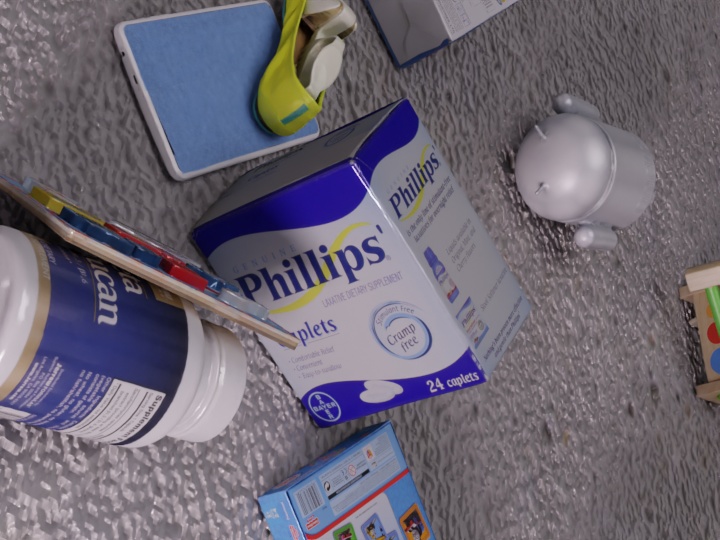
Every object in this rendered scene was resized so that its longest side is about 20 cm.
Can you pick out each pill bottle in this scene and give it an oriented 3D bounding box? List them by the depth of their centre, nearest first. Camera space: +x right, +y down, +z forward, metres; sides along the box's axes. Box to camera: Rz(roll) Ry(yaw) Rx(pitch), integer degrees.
[{"bbox_3d":[-0.171,0.051,0.884,0.199,0.110,0.113,23,57,-45],"label":"pill bottle"}]

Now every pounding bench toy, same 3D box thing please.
[{"bbox_3d":[0.461,0.084,1.653,0.199,0.123,0.158,17,61,-46],"label":"pounding bench toy"}]

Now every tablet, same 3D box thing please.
[{"bbox_3d":[-0.114,-0.153,1.129,0.199,0.014,0.132,-25,94,-54],"label":"tablet"}]

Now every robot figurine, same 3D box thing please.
[{"bbox_3d":[0.241,-0.105,1.471,0.199,0.112,0.172,7,68,-50],"label":"robot figurine"}]

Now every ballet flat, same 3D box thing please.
[{"bbox_3d":[-0.037,-0.197,1.180,0.067,0.067,0.202,43,44,-30],"label":"ballet flat"}]

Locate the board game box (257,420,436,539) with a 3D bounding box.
[{"bbox_3d":[0.010,0.241,1.087,0.151,0.036,0.202,-25,93,-53],"label":"board game box"}]

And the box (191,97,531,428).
[{"bbox_3d":[0.000,0.000,1.063,0.201,0.183,0.105,57,41,-15],"label":"box"}]

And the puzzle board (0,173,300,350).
[{"bbox_3d":[-0.147,-0.012,0.928,0.199,0.150,0.018,30,91,-41],"label":"puzzle board"}]

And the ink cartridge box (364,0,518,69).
[{"bbox_3d":[0.081,-0.304,1.390,0.200,0.076,0.138,-39,105,-50],"label":"ink cartridge box"}]
